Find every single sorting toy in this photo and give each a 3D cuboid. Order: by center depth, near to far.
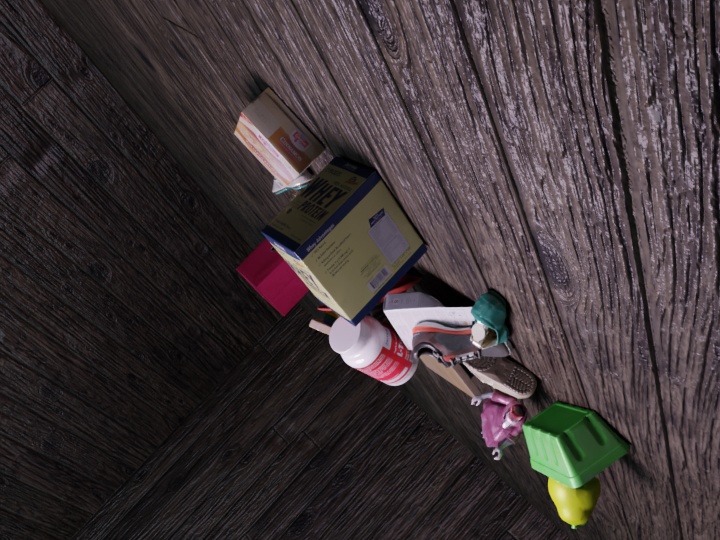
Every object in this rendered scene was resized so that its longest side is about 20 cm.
[{"bbox_3d":[0.199,0.192,1.758,0.198,0.070,0.200,30,163,51],"label":"sorting toy"},{"bbox_3d":[-0.005,0.143,1.815,0.197,0.070,0.200,22,180,11],"label":"sorting toy"}]

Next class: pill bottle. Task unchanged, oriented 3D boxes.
[{"bbox_3d":[0.028,0.164,1.558,0.199,0.113,0.112,32,-179,-44],"label":"pill bottle"}]

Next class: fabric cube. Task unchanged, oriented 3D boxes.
[{"bbox_3d":[-0.318,0.013,2.810,0.196,0.199,0.200,35,167,48],"label":"fabric cube"}]

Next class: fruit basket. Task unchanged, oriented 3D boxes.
[{"bbox_3d":[0.411,0.370,1.390,0.217,0.155,0.216,56,169,17],"label":"fruit basket"}]

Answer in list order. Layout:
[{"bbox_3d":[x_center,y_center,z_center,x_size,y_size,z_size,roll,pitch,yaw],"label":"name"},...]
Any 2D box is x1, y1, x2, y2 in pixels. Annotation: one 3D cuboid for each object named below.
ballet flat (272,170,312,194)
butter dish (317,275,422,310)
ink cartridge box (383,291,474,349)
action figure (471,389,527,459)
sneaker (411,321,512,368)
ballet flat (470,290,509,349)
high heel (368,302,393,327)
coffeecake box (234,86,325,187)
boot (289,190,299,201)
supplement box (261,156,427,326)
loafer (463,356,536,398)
[{"bbox_3d":[-0.158,-0.212,1.632,0.069,0.070,0.200,47,166,-16],"label":"ballet flat"},{"bbox_3d":[0.000,0.000,1.579,0.199,0.198,0.149,-8,102,70],"label":"butter dish"},{"bbox_3d":[0.164,0.102,1.473,0.198,0.058,0.163,-7,143,21],"label":"ink cartridge box"},{"bbox_3d":[0.314,0.312,1.531,0.200,0.147,0.135,113,143,-73],"label":"action figure"},{"bbox_3d":[0.193,0.159,1.426,0.198,0.083,0.077,5,146,16],"label":"sneaker"},{"bbox_3d":[0.222,0.100,1.302,0.067,0.070,0.200,39,169,24],"label":"ballet flat"},{"bbox_3d":[0.108,0.108,1.620,0.199,0.072,0.142,22,157,-29],"label":"high heel"},{"bbox_3d":[-0.160,-0.250,1.414,0.154,0.073,0.200,47,170,-9],"label":"coffeecake box"},{"bbox_3d":[-0.121,-0.105,1.707,0.074,0.098,0.200,27,173,35],"label":"boot"},{"bbox_3d":[-0.026,-0.053,1.300,0.134,0.200,0.200,29,161,52],"label":"supplement box"},{"bbox_3d":[0.274,0.205,1.512,0.200,0.076,0.069,37,163,33],"label":"loafer"}]
